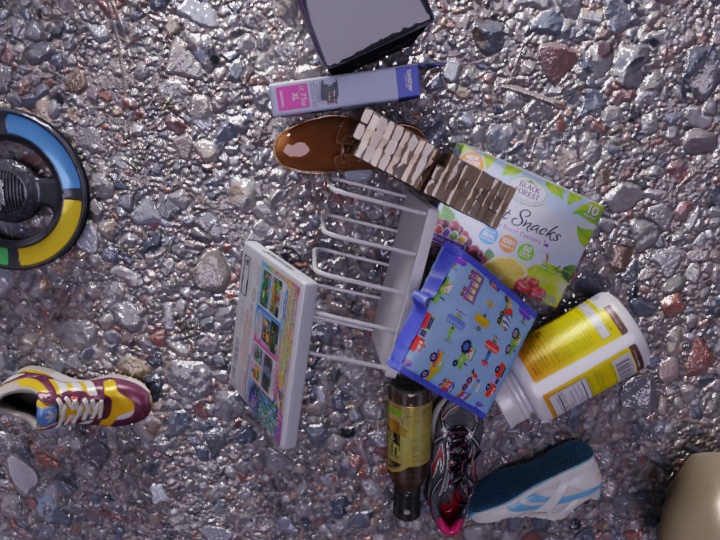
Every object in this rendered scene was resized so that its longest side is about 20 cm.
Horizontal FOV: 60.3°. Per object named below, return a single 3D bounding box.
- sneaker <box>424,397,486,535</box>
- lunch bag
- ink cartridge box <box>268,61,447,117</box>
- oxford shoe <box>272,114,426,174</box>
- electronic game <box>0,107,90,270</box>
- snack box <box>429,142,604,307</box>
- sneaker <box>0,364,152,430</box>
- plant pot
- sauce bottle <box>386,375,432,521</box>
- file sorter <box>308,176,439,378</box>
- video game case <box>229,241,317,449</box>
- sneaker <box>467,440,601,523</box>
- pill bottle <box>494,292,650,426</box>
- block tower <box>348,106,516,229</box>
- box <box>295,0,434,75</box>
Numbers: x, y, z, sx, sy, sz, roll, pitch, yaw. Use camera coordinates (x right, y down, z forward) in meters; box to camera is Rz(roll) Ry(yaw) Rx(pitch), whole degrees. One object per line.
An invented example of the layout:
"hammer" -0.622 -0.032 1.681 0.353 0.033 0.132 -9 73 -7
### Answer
"sneaker" 0.137 0.267 0.865 0.079 0.075 0.204 2 103 -2
"lunch bag" 0.112 0.070 0.734 0.199 0.093 0.152 37 81 -52
"ink cartridge box" -0.002 -0.209 0.721 0.196 0.120 0.043 -10 104 1
"oxford shoe" -0.013 -0.154 0.761 0.196 0.071 0.073 -4 106 1
"electronic game" -0.440 -0.100 0.780 0.195 0.042 0.204 0 104 -1
"snack box" 0.188 -0.058 0.796 0.197 0.053 0.144 21 101 -6
"sneaker" -0.382 0.181 0.825 0.196 0.090 0.077 6 104 -2
"plant pot" 0.507 0.323 0.844 0.196 0.201 0.137 5 69 -2
"sauce bottle" 0.067 0.250 0.864 0.063 0.065 0.204 0 102 -1
"file sorter" 0.000 0.000 0.758 0.122 0.139 0.204 11 104 -9
"video game case" -0.114 0.085 0.769 0.023 0.181 0.204 0 106 -33
"sneaker" 0.247 0.320 0.880 0.197 0.077 0.082 -23 105 7
"pill bottle" 0.263 0.122 0.813 0.198 0.109 0.110 -30 103 6
"block tower" 0.078 -0.117 0.716 0.197 0.058 0.055 26 98 -12
"box" -0.019 -0.325 0.652 0.121 0.199 0.203 -22 103 4
